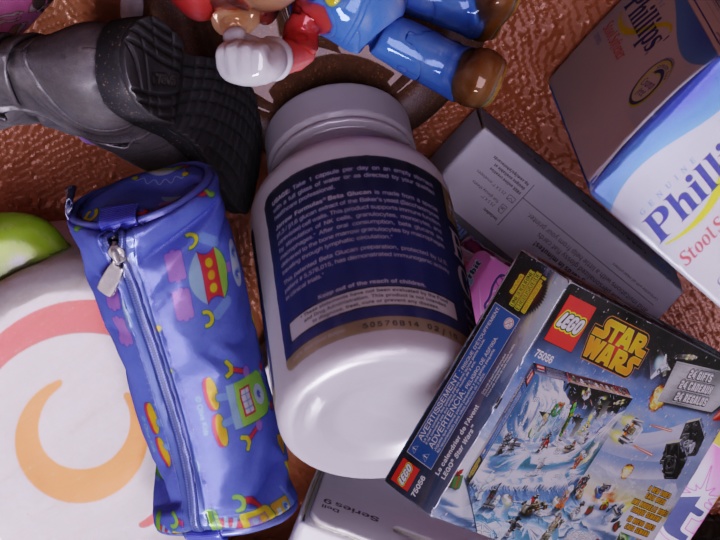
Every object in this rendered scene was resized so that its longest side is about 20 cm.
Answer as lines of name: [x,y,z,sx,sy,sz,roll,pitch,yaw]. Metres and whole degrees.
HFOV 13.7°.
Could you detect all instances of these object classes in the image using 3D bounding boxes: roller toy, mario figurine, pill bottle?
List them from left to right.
roller toy: [-0.158,0.071,1.659,0.182,0.140,0.201,14,100,-13]
mario figurine: [-0.012,-0.151,1.558,0.199,0.124,0.106,16,123,-14]
pill bottle: [0.000,0.000,1.587,0.110,0.201,0.111,-6,141,-5]

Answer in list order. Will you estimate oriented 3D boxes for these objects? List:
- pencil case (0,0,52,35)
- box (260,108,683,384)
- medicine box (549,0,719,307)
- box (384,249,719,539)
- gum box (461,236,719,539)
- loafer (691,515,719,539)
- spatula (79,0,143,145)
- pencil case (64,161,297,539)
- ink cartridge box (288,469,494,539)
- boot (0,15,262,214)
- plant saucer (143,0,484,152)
pencil case: [-0.173,-0.203,1.585,0.200,0.083,0.086,-49,138,14]
box: [0.060,0.031,1.711,0.156,0.041,0.200,39,105,-16]
medicine box: [0.213,-0.048,1.612,0.200,0.182,0.103,39,104,-16]
box: [0.112,0.080,1.553,0.200,0.040,0.137,26,97,-52]
gum box: [0.106,0.079,1.663,0.200,0.066,0.114,32,94,-15]
loafer: [0.181,0.185,1.764,0.199,0.076,0.069,9,112,3]
spatula: [-0.121,-0.146,1.599,0.056,0.021,0.201,5,134,-3]
pencil case: [-0.091,0.044,1.546,0.078,0.087,0.201,-6,108,27]
ink cartridge box: [0.009,0.224,1.651,0.145,0.088,0.201,20,114,0]
boot: [-0.139,-0.086,1.590,0.131,0.070,0.200,0,158,22]
plant saucer: [-0.024,-0.151,1.638,0.199,0.037,0.201,-1,111,-2]
